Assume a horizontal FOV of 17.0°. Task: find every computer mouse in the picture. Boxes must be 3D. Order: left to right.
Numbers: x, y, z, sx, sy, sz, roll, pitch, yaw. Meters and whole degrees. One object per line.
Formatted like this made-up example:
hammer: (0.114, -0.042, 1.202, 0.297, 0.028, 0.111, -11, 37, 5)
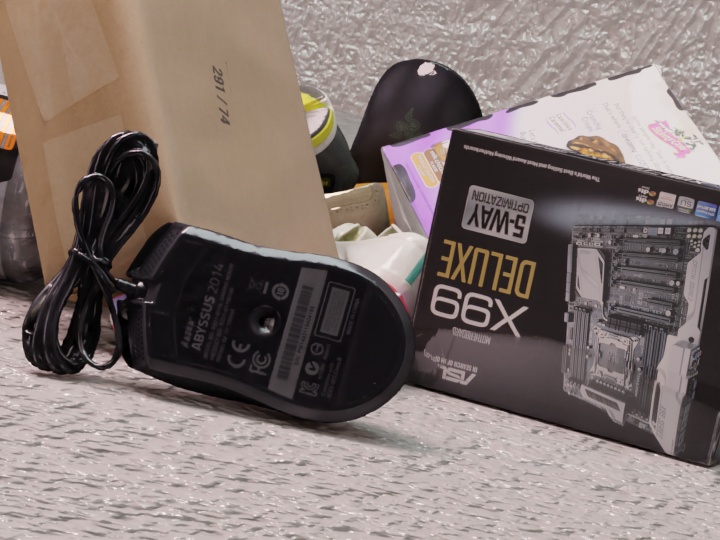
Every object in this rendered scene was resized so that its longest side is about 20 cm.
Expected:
computer mouse: (-0.067, 0.019, 1.284, 0.200, 0.139, 0.053, 20, -10, 1)
computer mouse: (0.038, -0.072, 1.822, 0.138, 0.200, 0.053, 26, 49, 14)

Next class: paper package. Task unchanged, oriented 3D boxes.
paper package: (-0.113, -0.082, 1.433, 0.103, 0.200, 0.191, -21, -17, 27)

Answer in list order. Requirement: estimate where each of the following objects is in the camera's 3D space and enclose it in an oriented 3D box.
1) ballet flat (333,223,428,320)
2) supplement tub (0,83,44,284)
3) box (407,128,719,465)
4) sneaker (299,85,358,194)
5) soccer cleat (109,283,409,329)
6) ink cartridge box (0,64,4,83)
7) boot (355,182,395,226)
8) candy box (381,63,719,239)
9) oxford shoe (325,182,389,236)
ballet flat: (0.000, 0.000, 1.553, 0.069, 0.070, 0.200, 9, -1, -22)
supplement tub: (-0.252, -0.061, 1.513, 0.200, 0.123, 0.123, 13, 8, 9)
box: (0.135, 0.013, 1.423, 0.200, 0.158, 0.050, 15, 8, 22)
sneaker: (-0.079, -0.090, 1.737, 0.200, 0.074, 0.085, 19, -31, 50)
soccer cleat: (-0.053, 0.027, 1.395, 0.076, 0.067, 0.200, 12, 9, 43)
ink cartridge box: (-0.281, -0.134, 1.656, 0.200, 0.145, 0.084, -23, 25, -25)
boot: (-0.035, -0.031, 1.763, 0.144, 0.071, 0.201, 5, -7, -29)
candy box: (0.135, -0.037, 1.576, 0.200, 0.072, 0.168, -17, 42, -7)
oxford shoe: (-0.072, -0.033, 1.680, 0.200, 0.075, 0.070, 3, -4, 14)
